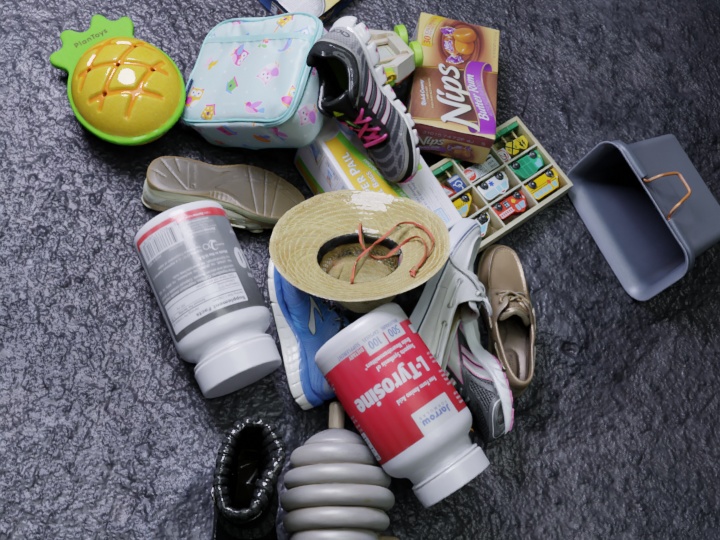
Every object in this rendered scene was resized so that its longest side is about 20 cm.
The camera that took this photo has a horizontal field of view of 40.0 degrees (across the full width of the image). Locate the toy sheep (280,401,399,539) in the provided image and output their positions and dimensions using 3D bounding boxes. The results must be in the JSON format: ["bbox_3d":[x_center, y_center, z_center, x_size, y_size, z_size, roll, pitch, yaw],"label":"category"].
[{"bbox_3d":[-0.023,0.244,1.075,0.136,0.138,0.202,1,67,-13],"label":"toy sheep"}]

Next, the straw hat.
[{"bbox_3d":[0.000,0.000,1.108,0.198,0.086,0.202,-1,43,1],"label":"straw hat"}]

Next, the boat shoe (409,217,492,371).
[{"bbox_3d":[0.117,0.035,1.146,0.085,0.075,0.203,18,65,22],"label":"boat shoe"}]

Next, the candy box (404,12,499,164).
[{"bbox_3d":[0.121,-0.244,1.315,0.115,0.057,0.202,12,55,-6],"label":"candy box"}]

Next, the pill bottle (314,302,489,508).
[{"bbox_3d":[0.047,0.145,1.056,0.112,0.112,0.201,-31,81,-22],"label":"pill bottle"}]

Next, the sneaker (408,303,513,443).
[{"bbox_3d":[0.114,0.120,1.190,0.085,0.081,0.201,-15,61,-13],"label":"sneaker"}]

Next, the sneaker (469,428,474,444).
[{"bbox_3d":[0.053,0.157,1.163,0.200,0.078,0.077,49,41,11],"label":"sneaker"}]

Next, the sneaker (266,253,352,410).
[{"bbox_3d":[-0.056,0.056,1.158,0.088,0.079,0.202,-15,81,-1],"label":"sneaker"}]

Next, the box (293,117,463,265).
[{"bbox_3d":[0.019,-0.099,1.229,0.112,0.101,0.201,-29,78,-23],"label":"box"}]

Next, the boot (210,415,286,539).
[{"bbox_3d":[-0.116,0.269,1.024,0.079,0.158,0.213,-4,70,-15],"label":"boot"}]

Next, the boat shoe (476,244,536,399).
[{"bbox_3d":[0.189,0.055,1.231,0.070,0.065,0.202,1,67,-13],"label":"boat shoe"}]

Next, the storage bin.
[{"bbox_3d":[0.394,-0.088,1.306,0.133,0.146,0.201,-23,76,-31],"label":"storage bin"}]

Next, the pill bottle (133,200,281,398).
[{"bbox_3d":[-0.171,0.033,1.126,0.113,0.114,0.202,-21,76,-20],"label":"pill bottle"}]

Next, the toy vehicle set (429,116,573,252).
[{"bbox_3d":[0.172,-0.110,1.301,0.199,0.027,0.125,-32,77,-27],"label":"toy vehicle set"}]

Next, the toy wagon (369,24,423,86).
[{"bbox_3d":[0.001,-0.262,1.258,0.153,0.040,0.200,-13,33,-9],"label":"toy wagon"}]

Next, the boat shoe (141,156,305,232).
[{"bbox_3d":[-0.165,-0.085,1.211,0.198,0.063,0.074,8,55,-18],"label":"boat shoe"}]

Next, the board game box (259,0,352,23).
[{"bbox_3d":[-0.059,-0.425,1.372,0.135,0.035,0.200,44,66,5],"label":"board game box"}]

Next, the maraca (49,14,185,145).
[{"bbox_3d":[-0.295,-0.233,1.204,0.136,0.107,0.201,-31,68,-18],"label":"maraca"}]

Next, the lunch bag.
[{"bbox_3d":[-0.124,-0.233,1.202,0.198,0.077,0.162,7,74,35],"label":"lunch bag"}]

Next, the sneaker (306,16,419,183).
[{"bbox_3d":[-0.003,-0.184,1.132,0.087,0.073,0.202,-34,105,-38],"label":"sneaker"}]
